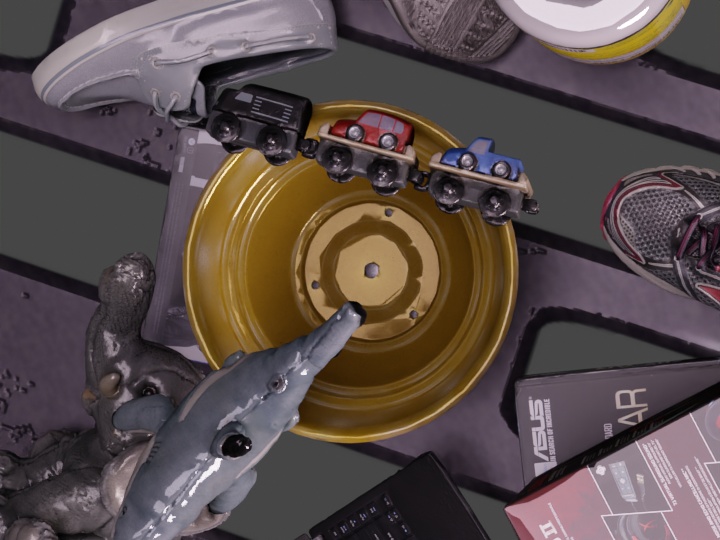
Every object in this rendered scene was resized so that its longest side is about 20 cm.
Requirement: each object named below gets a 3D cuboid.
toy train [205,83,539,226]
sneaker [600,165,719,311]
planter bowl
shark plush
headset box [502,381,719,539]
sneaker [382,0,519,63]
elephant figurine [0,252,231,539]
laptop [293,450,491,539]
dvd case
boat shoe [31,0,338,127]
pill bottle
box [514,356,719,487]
[{"bbox_3d":[0.009,-0.069,1.210,0.200,0.034,0.046,16,81,11],"label":"toy train"},{"bbox_3d":[0.240,-0.006,1.266,0.200,0.075,0.081,24,96,11],"label":"sneaker"},{"bbox_3d":[0.000,0.000,1.277,0.200,0.083,0.201,0,91,11],"label":"planter bowl"},{"bbox_3d":[-0.062,0.094,1.198,0.200,0.083,0.091,-31,105,20],"label":"shark plush"},{"bbox_3d":[0.174,0.123,1.199,0.200,0.149,0.075,-29,85,11],"label":"headset box"},{"bbox_3d":[0.007,-0.210,1.307,0.200,0.121,0.084,33,108,-31],"label":"sneaker"},{"bbox_3d":[-0.135,0.110,1.308,0.200,0.155,0.142,-44,61,18],"label":"elephant figurine"},{"bbox_3d":[0.004,0.241,1.299,0.200,0.103,0.177,-37,84,40],"label":"laptop"},{"bbox_3d":[-0.032,-0.002,1.346,0.200,0.025,0.150,11,93,10],"label":"dvd case"},{"bbox_3d":[-0.109,-0.131,1.333,0.201,0.070,0.072,-19,77,8],"label":"boat shoe"},{"bbox_3d":[0.136,-0.178,1.219,0.112,0.200,0.113,0,92,11],"label":"pill bottle"},{"bbox_3d":[0.184,0.156,1.296,0.160,0.044,0.200,-5,90,11],"label":"box"}]
